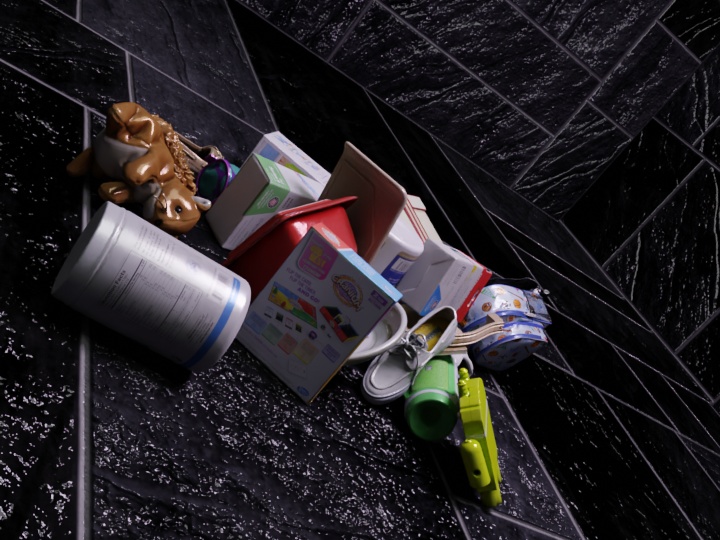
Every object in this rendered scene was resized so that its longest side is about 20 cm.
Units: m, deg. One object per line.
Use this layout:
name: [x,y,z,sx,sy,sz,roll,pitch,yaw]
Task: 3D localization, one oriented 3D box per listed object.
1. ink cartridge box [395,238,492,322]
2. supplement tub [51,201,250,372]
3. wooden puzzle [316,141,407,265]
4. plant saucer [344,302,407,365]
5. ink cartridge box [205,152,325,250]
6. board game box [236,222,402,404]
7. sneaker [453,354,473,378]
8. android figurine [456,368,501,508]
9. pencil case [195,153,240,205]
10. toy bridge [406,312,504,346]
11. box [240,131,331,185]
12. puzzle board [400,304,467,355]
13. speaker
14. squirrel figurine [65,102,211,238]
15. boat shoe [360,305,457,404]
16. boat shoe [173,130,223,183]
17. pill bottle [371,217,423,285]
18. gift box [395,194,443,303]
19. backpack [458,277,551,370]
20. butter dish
ink cartridge box: [0.148,0.022,1.504,0.067,0.116,0.200,37,9,26]
supplement tub: [-0.243,0.022,1.018,0.200,0.132,0.132,32,20,-21]
wooden puzzle: [-0.013,-0.078,1.354,0.037,0.200,0.185,10,24,-39]
plant saucer: [-0.029,0.095,1.299,0.199,0.050,0.200,-2,29,1]
ink cartridge box: [-0.136,-0.091,1.462,0.200,0.145,0.088,20,28,-47]
board game box: [-0.063,0.059,1.172,0.153,0.200,0.040,42,19,5]
sneaker: [0.146,0.153,1.561,0.200,0.073,0.071,17,26,-49]
android figurine: [0.176,0.247,1.295,0.182,0.041,0.201,-65,141,-70]
pencil case: [-0.195,-0.137,1.540,0.200,0.085,0.093,17,64,-50]
toy bridge: [0.149,0.102,1.431,0.199,0.027,0.067,-3,22,-19]
box: [-0.130,-0.166,1.695,0.200,0.113,0.101,39,17,1]
puzzle board: [0.077,0.104,1.476,0.150,0.017,0.200,-2,20,-16]
speaker: [0.115,0.192,1.386,0.088,0.089,0.200,37,18,-8]
squirrel figurine: [-0.300,-0.141,1.284,0.187,0.142,0.200,46,21,-1]
boat shoe: [0.080,0.121,1.325,0.202,0.086,0.075,-36,64,-26]
boat shoe: [-0.274,-0.187,1.543,0.200,0.065,0.071,22,25,-42]
pill bottle: [0.000,0.000,1.428,0.120,0.200,0.120,35,19,-14]
gift box: [0.031,-0.041,1.629,0.184,0.200,0.187,10,50,-62]
backpack: [0.275,0.112,1.761,0.190,0.200,0.154,21,39,-36]
butter dish: [-0.087,-0.003,1.282,0.199,0.200,0.148,-23,80,-54]
